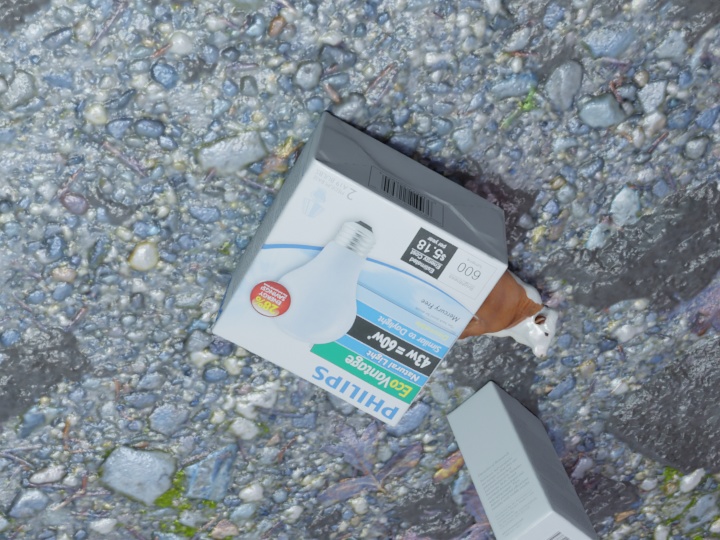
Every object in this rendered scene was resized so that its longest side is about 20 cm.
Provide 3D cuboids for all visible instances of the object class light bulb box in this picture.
[{"bbox_3d":[0.000,0.000,1.137,0.198,0.125,0.200,28,116,-9],"label":"light bulb box"}]

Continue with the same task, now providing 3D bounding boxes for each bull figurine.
[{"bbox_3d":[0.111,0.025,1.254,0.121,0.065,0.200,-34,118,14],"label":"bull figurine"}]

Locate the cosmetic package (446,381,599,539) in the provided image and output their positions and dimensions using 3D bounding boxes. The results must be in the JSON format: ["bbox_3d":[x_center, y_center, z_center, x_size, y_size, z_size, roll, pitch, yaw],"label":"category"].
[{"bbox_3d":[0.173,0.225,1.337,0.071,0.200,0.101,-40,126,15],"label":"cosmetic package"}]
